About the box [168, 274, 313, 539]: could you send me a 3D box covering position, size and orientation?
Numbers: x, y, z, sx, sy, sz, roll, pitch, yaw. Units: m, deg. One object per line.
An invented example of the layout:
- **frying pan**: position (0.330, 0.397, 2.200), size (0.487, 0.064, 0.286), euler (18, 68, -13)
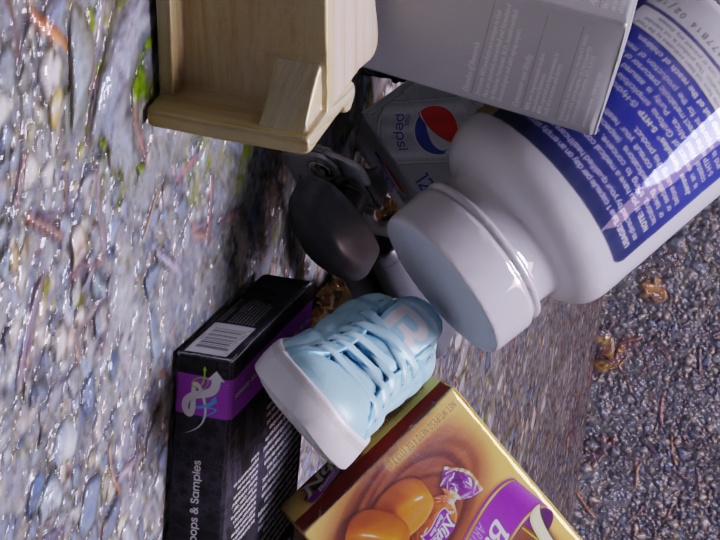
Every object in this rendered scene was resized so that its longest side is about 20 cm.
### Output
- **box**: position (-0.068, 0.118, 1.109), size (0.143, 0.036, 0.202), euler (-46, 142, -68)

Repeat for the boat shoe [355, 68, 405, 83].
- **boat shoe**: position (0.025, -0.145, 1.230), size (0.200, 0.064, 0.073), euler (-44, 150, -81)

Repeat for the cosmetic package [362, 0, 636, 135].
- **cosmetic package**: position (0.040, -0.154, 1.007), size (0.091, 0.198, 0.107), euler (98, 10, -51)

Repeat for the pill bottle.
- **pill bottle**: position (0.117, -0.053, 1.082), size (0.200, 0.120, 0.120), euler (-39, 154, -13)

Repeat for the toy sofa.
- **toy sofa**: position (-0.044, -0.162, 0.898), size (0.098, 0.082, 0.201), euler (-59, 155, -53)

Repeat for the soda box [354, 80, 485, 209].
- **soda box**: position (0.041, -0.075, 1.228), size (0.069, 0.063, 0.200), euler (55, -2, 1)

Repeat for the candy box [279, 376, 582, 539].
- **candy box**: position (0.063, 0.170, 1.151), size (0.117, 0.200, 0.056), euler (-43, -161, -7)

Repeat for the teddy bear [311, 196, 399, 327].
- **teddy bear**: position (0.008, 0.028, 1.355), size (0.200, 0.066, 0.146), euler (-57, 144, -48)

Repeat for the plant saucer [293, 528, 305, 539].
- **plant saucer**: position (0.036, 0.212, 1.266), size (0.029, 0.199, 0.202), euler (-6, 106, -56)

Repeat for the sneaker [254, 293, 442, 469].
- **sneaker**: position (0.001, 0.043, 1.062), size (0.082, 0.074, 0.200), euler (-45, -179, 9)

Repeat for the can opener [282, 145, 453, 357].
- **can opener**: position (0.000, 0.000, 1.185), size (0.067, 0.053, 0.200), euler (-63, 148, -26)
